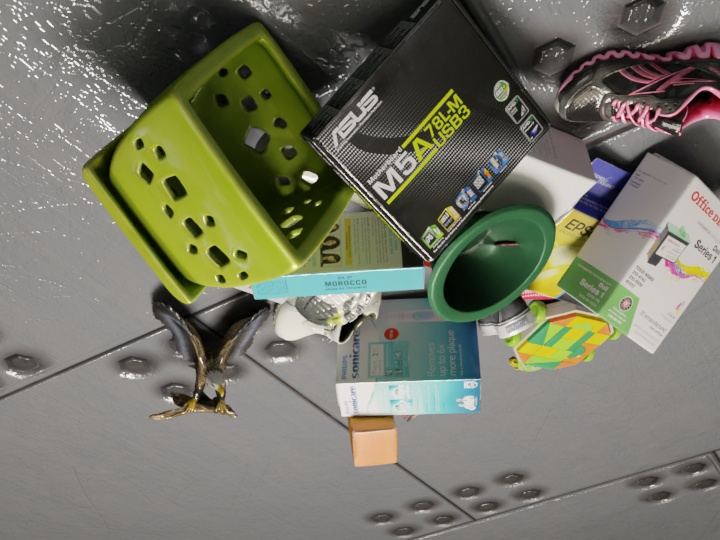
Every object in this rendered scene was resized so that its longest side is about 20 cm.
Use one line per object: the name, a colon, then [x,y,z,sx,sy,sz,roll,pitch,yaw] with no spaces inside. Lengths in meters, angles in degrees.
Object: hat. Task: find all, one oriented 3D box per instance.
hat: [0.112,-0.050,1.147,0.200,0.177,0.165,-46,138,15]

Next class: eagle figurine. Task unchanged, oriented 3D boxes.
eagle figurine: [-0.214,0.121,1.353,0.151,0.150,0.202,-25,129,-49]

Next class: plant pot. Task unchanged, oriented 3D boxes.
plant pot: [-0.143,-0.096,0.943,0.180,0.199,0.201,-23,111,33]

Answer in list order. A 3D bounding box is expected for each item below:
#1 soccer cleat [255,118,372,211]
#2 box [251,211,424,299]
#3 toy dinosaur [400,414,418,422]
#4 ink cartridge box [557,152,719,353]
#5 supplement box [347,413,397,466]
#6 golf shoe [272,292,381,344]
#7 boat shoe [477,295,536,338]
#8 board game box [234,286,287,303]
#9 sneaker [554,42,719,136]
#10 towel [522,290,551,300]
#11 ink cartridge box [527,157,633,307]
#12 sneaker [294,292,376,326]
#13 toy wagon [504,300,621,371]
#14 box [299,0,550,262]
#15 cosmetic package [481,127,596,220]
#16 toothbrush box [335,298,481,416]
soccer cleat: [-0.030,-0.117,1.086,0.199,0.070,0.077,28,146,-34]
box: [-0.027,-0.019,1.087,0.197,0.083,0.049,-3,148,1]
toy dinosaur: [0.081,0.186,1.443,0.085,0.137,0.201,-2,144,-5]
ink cartridge box: [0.360,-0.020,1.166,0.144,0.084,0.201,29,98,-39]
supplement box: [0.010,0.197,1.391,0.068,0.201,0.067,-6,120,-6]
golf shoe: [-0.050,0.063,1.294,0.078,0.098,0.199,24,135,-36]
boat shoe: [0.185,0.047,1.267,0.071,0.068,0.200,-27,179,3]
board game box: [-0.140,-0.046,1.162,0.199,0.065,0.147,22,136,-31]
sneaker: [0.311,-0.183,1.012,0.198,0.096,0.079,-9,146,7]
towel: [0.205,-0.014,1.287,0.143,0.023,0.201,-6,144,2]
ink cartridge box: [0.297,-0.038,1.218,0.196,0.047,0.200,17,135,-36]
sneaker: [0.000,0.000,1.212,0.199,0.085,0.075,-33,110,25]
toy wagon: [0.298,0.110,1.450,0.154,0.040,0.200,12,140,-22]
box: [0.070,-0.143,0.954,0.200,0.047,0.193,-47,122,-3]
cosmetic package: [0.162,-0.125,1.089,0.198,0.075,0.102,15,139,-29]
toothbrush box: [0.067,0.120,1.327,0.197,0.148,0.086,-2,138,6]
